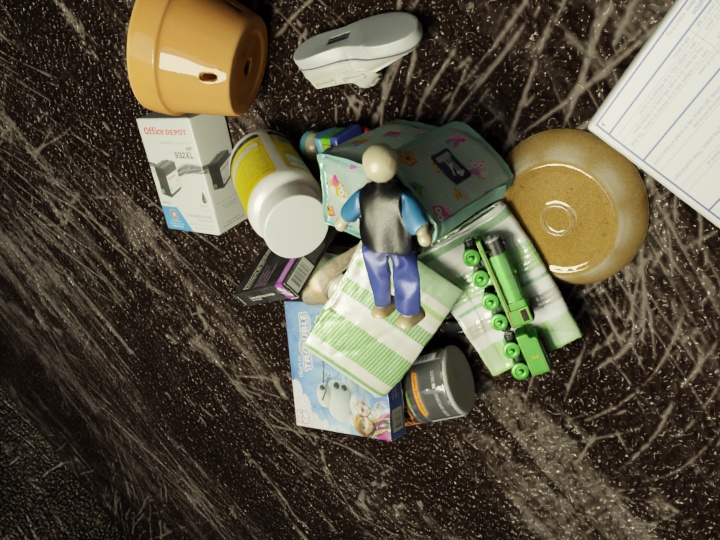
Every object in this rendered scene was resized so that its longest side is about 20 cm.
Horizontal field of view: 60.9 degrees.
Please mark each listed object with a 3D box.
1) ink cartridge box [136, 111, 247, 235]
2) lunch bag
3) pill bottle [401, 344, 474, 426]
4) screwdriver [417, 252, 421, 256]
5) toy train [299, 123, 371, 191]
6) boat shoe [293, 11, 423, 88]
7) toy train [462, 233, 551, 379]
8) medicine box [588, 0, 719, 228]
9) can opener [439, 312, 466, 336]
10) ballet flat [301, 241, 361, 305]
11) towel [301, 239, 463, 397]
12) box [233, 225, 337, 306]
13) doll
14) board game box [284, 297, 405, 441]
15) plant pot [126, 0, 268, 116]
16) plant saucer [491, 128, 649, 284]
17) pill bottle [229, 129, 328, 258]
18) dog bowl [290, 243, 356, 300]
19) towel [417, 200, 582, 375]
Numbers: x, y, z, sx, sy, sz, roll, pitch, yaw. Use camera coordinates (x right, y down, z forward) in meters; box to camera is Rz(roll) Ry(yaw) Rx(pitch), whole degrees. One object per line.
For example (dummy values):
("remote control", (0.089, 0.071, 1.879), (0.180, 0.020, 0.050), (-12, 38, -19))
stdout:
("ink cartridge box", (-0.292, -0.178, 1.074), (0.142, 0.083, 0.206), (9, 121, 34))
("lunch bag", (0.068, -0.108, 0.759), (0.197, 0.168, 0.126), (21, 128, 40))
("pill bottle", (0.074, 0.192, 0.973), (0.196, 0.106, 0.109), (-20, 104, 33))
("screwdriver", (0.085, 0.040, 0.944), (0.027, 0.029, 0.206), (16, 120, 29))
("toy train", (-0.021, -0.114, 0.914), (0.114, 0.084, 0.205), (19, 135, 48))
("boat shoe", (0.002, -0.278, 0.805), (0.195, 0.072, 0.070), (-2, 143, 34))
("toy train", (0.186, 0.045, 0.772), (0.055, 0.042, 0.205), (-21, 103, 20))
("medicine box", (0.351, -0.161, 0.566), (0.199, 0.103, 0.184), (40, 133, 11))
("can opener", (0.185, 0.056, 0.870), (0.195, 0.078, 0.066), (-6, 74, 37))
("ballet flat", (0.000, 0.000, 0.871), (0.199, 0.068, 0.068), (-40, 50, 11))
("towel", (0.025, 0.064, 0.836), (0.150, 0.023, 0.203), (33, 109, 0))
("box", (-0.118, -0.017, 0.964), (0.036, 0.145, 0.198), (39, 153, -21))
("doll", (0.026, -0.039, 0.676), (0.134, 0.048, 0.206), (18, 128, 36))
("board game box", (-0.028, 0.146, 0.948), (0.194, 0.043, 0.208), (-3, 95, 39))
("plant pot", (-0.220, -0.310, 0.878), (0.136, 0.202, 0.204), (19, 129, 6))
("plant saucer", (0.246, -0.067, 0.752), (0.195, 0.035, 0.206), (19, 126, 28))
("pill bottle", (-0.120, -0.114, 0.895), (0.201, 0.111, 0.117), (-122, 30, -49))
("dog bowl", (-0.020, 0.047, 1.004), (0.195, 0.073, 0.206), (19, 125, 28))
("towel", (0.178, 0.031, 0.803), (0.147, 0.031, 0.203), (-30, 96, 35))
